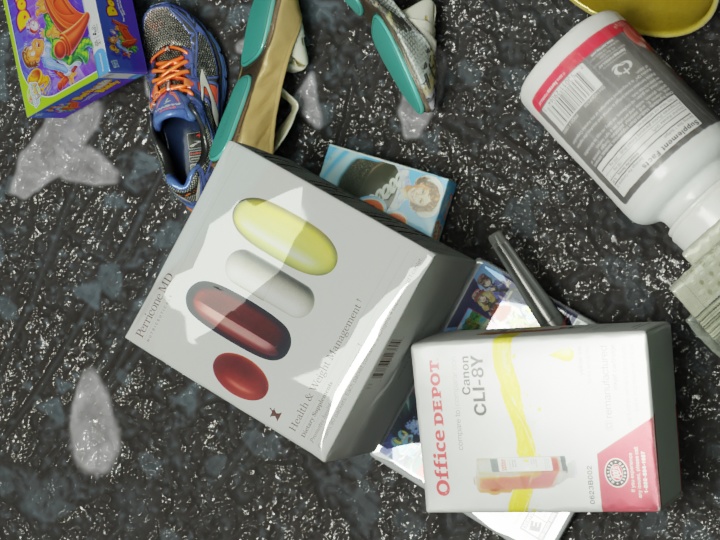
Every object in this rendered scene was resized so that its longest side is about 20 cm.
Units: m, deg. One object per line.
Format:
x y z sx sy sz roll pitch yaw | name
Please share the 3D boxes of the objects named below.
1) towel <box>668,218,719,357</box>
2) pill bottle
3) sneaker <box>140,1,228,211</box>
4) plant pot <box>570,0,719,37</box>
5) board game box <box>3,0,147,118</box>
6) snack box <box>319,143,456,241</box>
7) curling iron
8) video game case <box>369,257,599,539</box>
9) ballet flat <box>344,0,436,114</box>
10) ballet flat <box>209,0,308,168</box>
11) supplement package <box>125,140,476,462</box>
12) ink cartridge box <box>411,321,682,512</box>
0.364 0.011 1.308 0.200 0.035 0.193 -43 106 1 | towel
0.235 -0.108 1.360 0.111 0.111 0.200 -43 76 10 | pill bottle
-0.159 -0.151 1.498 0.075 0.078 0.200 -18 82 14 | sneaker
0.238 -0.312 1.347 0.200 0.200 0.142 31 69 16 | plant pot
-0.272 -0.256 1.527 0.134 0.045 0.200 -20 80 43 | board game box
0.000 0.000 1.462 0.116 0.037 0.200 17 91 17 | snack box
0.174 0.046 1.388 0.050 0.026 0.200 -43 78 18 | curling iron
0.131 0.119 1.424 0.182 0.023 0.200 30 96 16 | video game case
0.026 -0.233 1.456 0.072 0.072 0.200 -37 78 11 | ballet flat
-0.082 -0.173 1.487 0.063 0.069 0.200 21 79 -24 | ballet flat
-0.047 0.025 1.378 0.200 0.147 0.191 29 95 16 | supplement package
0.150 0.120 1.343 0.200 0.083 0.145 -4 93 24 | ink cartridge box
